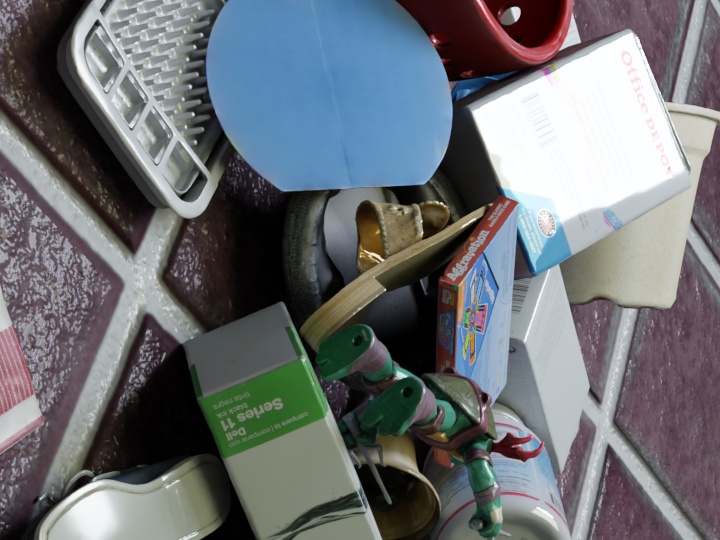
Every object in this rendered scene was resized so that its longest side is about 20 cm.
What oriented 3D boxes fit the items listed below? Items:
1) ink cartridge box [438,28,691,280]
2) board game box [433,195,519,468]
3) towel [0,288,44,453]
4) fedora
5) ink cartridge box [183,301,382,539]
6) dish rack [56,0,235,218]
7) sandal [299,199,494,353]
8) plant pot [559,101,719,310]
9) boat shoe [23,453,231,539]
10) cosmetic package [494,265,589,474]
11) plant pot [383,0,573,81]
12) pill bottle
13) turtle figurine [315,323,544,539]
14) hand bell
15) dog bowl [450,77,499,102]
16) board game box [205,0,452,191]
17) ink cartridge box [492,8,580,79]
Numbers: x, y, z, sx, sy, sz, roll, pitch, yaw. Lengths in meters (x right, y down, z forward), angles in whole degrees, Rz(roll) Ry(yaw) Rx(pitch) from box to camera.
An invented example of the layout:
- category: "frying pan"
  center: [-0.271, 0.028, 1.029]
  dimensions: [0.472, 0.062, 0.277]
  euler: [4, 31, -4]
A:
- category: "ink cartridge box"
  center: [0.157, -0.093, 1.727]
  dimensions: [0.200, 0.085, 0.145]
  euler: [-28, 99, -35]
- category: "board game box"
  center: [0.087, 0.049, 1.625]
  dimensions: [0.103, 0.019, 0.200]
  euler: [-54, 155, -40]
- category: "towel"
  center: [-0.272, 0.031, 1.330]
  dimensions: [0.144, 0.023, 0.200]
  euler: [-36, 113, -56]
- category: "fedora"
  center: [0.000, 0.000, 1.655]
  dimensions: [0.200, 0.092, 0.201]
  euler: [5, 81, -32]
- category: "ink cartridge box"
  center: [-0.049, 0.142, 1.518]
  dimensions: [0.147, 0.083, 0.200]
  euler: [-123, -169, -74]
- category: "dish rack"
  center: [-0.145, -0.151, 1.546]
  dimensions: [0.172, 0.043, 0.200]
  euler: [56, 41, -30]
- category: "sandal"
  center: [0.017, -0.021, 1.570]
  dimensions: [0.070, 0.078, 0.212]
  euler: [47, 50, 9]
- category: "plant pot"
  center: [0.230, -0.058, 1.968]
  dimensions: [0.200, 0.200, 0.184]
  euler: [5, 88, -56]
- category: "boat shoe"
  center: [-0.163, 0.165, 1.419]
  dimensions: [0.200, 0.062, 0.075]
  euler: [-26, 102, -58]
- category: "cosmetic package"
  center: [0.138, 0.077, 1.827]
  dimensions: [0.200, 0.074, 0.102]
  euler: [73, 33, -49]
- category: "plant pot"
  center: [0.052, -0.248, 1.737]
  dimensions: [0.200, 0.182, 0.201]
  euler: [18, 67, -53]
- category: "pill bottle"
  center: [0.106, 0.186, 1.719]
  dimensions: [0.200, 0.109, 0.109]
  euler: [-96, 162, -67]
- category: "turtle figurine"
  center: [0.049, 0.116, 1.540]
  dimensions: [0.101, 0.150, 0.200]
  euler: [-58, 142, -12]
- category: "hand bell"
  center: [0.017, 0.111, 1.705]
  dimensions: [0.104, 0.104, 0.200]
  euler: [52, 30, -36]
- category: "dog bowl"
  center: [0.068, -0.093, 1.772]
  dimensions: [0.200, 0.050, 0.112]
  euler: [-16, 70, -33]
- category: "board game box"
  center: [-0.028, -0.128, 1.606]
  dimensions: [0.200, 0.039, 0.158]
  euler: [-5, 72, -27]
- category: "ink cartridge box"
  center: [0.127, -0.279, 1.961]
  dimensions: [0.116, 0.068, 0.200]
  euler: [-34, 110, -54]
